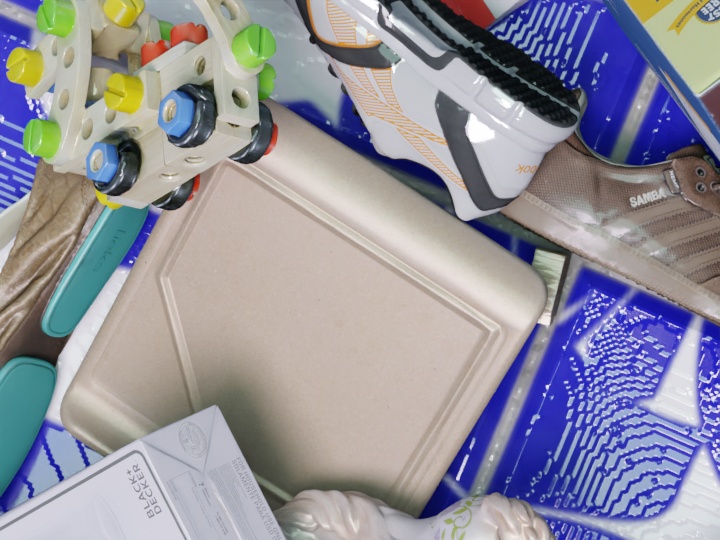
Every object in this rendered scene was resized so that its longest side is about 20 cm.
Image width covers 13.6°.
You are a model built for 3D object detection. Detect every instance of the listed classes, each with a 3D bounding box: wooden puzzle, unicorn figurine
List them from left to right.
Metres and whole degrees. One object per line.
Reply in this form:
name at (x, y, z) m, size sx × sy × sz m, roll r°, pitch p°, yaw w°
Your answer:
wooden puzzle at (-0.029, 0.039, 1.479) m, size 0.184 × 0.037 × 0.201 m, roll 33°, pitch 109°, yaw 5°
unicorn figurine at (0.034, 0.149, 1.428) m, size 0.200 × 0.074 × 0.138 m, roll -31°, pitch 100°, yaw 40°

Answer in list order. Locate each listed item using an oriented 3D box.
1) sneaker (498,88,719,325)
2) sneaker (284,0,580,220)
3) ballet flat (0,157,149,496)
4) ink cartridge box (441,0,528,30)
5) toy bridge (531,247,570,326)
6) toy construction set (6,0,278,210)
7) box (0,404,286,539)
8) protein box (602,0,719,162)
sneaker at (0.166, -0.019, 1.457) m, size 0.199 × 0.070 × 0.076 m, roll 26°, pitch 92°, yaw 5°
sneaker at (0.009, -0.101, 1.454) m, size 0.200 × 0.074 × 0.080 m, roll 41°, pitch 120°, yaw 20°
ballet flat at (-0.178, 0.028, 1.503) m, size 0.072 × 0.068 × 0.201 m, roll 28°, pitch 93°, yaw 26°
ink cartridge box at (0.039, -0.200, 1.484) m, size 0.199 × 0.050 × 0.161 m, roll -34°, pitch 86°, yaw 3°
toy bridge at (0.000, 0.000, 1.496) m, size 0.199 × 0.027 × 0.068 m, roll 14°, pitch 92°, yaw 6°
toy construction set at (-0.096, -0.103, 1.418) m, size 0.092 × 0.200 × 0.132 m, roll 5°, pitch 66°, yaw -23°
box at (-0.125, 0.157, 1.446) m, size 0.200 × 0.060 × 0.117 m, roll -32°, pitch 85°, yaw 37°
protein box at (0.185, -0.134, 1.355) m, size 0.135 × 0.200 × 0.199 m, roll -35°, pitch 55°, yaw 5°
